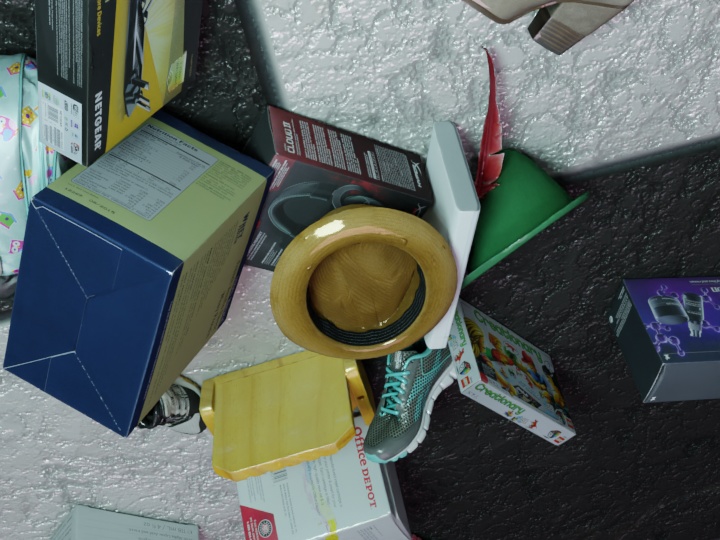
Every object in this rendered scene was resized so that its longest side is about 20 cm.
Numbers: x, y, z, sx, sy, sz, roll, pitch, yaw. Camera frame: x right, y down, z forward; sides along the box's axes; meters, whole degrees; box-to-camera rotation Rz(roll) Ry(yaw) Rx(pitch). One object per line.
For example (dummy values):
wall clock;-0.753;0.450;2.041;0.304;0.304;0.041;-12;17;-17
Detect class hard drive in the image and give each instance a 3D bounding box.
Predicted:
hard drive;0.083;-0.034;1.073;0.026;0.133;0.201;-2;137;-9

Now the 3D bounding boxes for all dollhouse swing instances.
dollhouse swing;-0.079;0.203;1.257;0.198;0.177;0.183;-16;138;3

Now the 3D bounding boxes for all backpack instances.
backpack;-0.315;-0.094;0.912;0.125;0.167;0.202;-4;126;-18

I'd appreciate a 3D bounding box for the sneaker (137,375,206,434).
sneaker;-0.248;0.163;1.238;0.075;0.088;0.200;-27;137;13

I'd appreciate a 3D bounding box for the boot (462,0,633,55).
boot;0.162;-0.279;0.888;0.198;0.071;0.147;19;123;-31

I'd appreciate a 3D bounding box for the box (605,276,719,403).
box;0.427;0.082;1.275;0.197;0.142;0.079;-2;138;-12

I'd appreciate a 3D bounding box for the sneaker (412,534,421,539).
sneaker;0.088;0.480;1.665;0.199;0.081;0.075;22;130;-33

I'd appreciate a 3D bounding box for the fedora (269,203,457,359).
fedora;0.000;0.000;1.015;0.198;0.082;0.202;-6;133;-6

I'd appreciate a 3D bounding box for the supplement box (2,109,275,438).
supplement box;-0.199;-0.003;0.935;0.133;0.200;0.201;28;126;6

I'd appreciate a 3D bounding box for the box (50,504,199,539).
box;-0.359;0.459;1.496;0.197;0.132;0.200;18;130;-30

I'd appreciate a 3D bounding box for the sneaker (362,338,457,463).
sneaker;0.052;0.136;1.238;0.077;0.201;0.092;2;138;42

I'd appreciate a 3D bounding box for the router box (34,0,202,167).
router box;-0.185;-0.205;0.809;0.052;0.158;0.201;27;136;11

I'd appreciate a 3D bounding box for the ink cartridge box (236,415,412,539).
ink cartridge box;-0.048;0.309;1.386;0.198;0.147;0.145;-18;148;7

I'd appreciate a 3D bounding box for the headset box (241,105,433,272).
headset box;-0.051;-0.069;1.046;0.198;0.078;0.149;14;132;-28

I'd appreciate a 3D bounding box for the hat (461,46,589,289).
hat;0.130;-0.106;1.082;0.199;0.177;0.165;-37;177;29

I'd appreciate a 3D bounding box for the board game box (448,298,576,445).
board game box;0.183;0.127;1.274;0.035;0.127;0.199;-37;133;26
